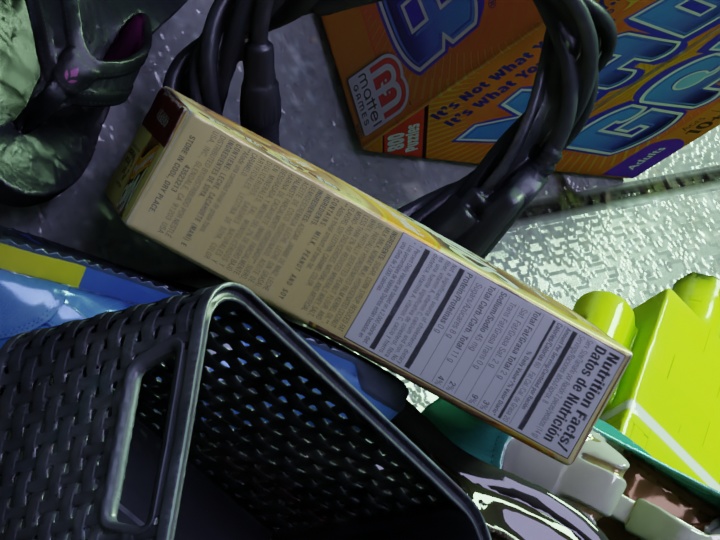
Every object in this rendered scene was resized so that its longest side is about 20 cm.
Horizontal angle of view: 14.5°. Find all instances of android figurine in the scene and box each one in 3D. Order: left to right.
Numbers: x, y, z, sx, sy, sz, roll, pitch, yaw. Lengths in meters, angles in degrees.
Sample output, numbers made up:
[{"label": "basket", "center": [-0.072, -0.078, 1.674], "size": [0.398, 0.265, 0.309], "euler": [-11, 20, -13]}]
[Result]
[{"label": "android figurine", "center": [0.159, 0.093, 1.328], "size": [0.182, 0.041, 0.200], "euler": [43, 40, -17]}]

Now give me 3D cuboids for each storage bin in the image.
[{"label": "storage bin", "center": [-0.043, 0.111, 1.002], "size": [0.200, 0.094, 0.135], "euler": [46, 41, -43]}]

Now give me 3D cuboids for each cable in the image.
[{"label": "cable", "center": [0.014, -0.080, 1.192], "size": [0.163, 0.200, 0.051], "euler": [35, 14, -13]}]

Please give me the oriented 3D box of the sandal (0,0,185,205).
[{"label": "sandal", "center": [-0.113, -0.104, 1.158], "size": [0.075, 0.048, 0.200], "euler": [44, 40, -17]}]

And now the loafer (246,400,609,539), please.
[{"label": "loafer", "center": [0.027, 0.114, 1.162], "size": [0.200, 0.073, 0.071], "euler": [35, 47, -11]}]

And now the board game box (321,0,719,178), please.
[{"label": "board game box", "center": [0.106, -0.181, 1.330], "size": [0.200, 0.200, 0.200], "euler": [4, 62, -45]}]

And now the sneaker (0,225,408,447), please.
[{"label": "sneaker", "center": [-0.080, 0.041, 1.081], "size": [0.200, 0.066, 0.078], "euler": [17, 91, -23]}]

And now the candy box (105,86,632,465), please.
[{"label": "candy box", "center": [0.000, 0.000, 1.127], "size": [0.200, 0.055, 0.115], "euler": [28, 4, -12]}]

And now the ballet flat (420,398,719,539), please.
[{"label": "ballet flat", "center": [0.115, 0.102, 1.211], "size": [0.200, 0.070, 0.067], "euler": [26, 77, -10]}]
